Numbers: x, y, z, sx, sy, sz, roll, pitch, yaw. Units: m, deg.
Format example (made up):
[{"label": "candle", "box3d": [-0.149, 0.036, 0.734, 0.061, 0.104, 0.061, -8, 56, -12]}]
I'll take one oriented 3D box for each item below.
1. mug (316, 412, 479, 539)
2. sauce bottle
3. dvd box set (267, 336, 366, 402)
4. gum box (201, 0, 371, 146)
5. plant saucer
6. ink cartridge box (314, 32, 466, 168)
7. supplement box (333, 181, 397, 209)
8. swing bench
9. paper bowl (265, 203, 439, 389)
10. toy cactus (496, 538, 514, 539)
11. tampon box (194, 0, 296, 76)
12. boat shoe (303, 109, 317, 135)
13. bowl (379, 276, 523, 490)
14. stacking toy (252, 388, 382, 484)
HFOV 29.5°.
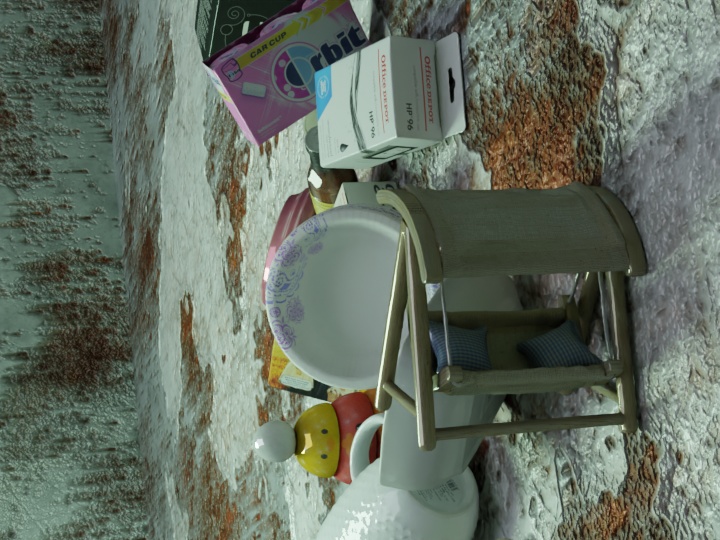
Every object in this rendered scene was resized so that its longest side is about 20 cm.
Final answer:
[{"label": "mug", "box3d": [0.040, 0.251, 1.488, 0.176, 0.147, 0.201, -59, 43, 43]}, {"label": "sauce bottle", "box3d": [-0.032, -0.108, 1.699, 0.200, 0.066, 0.066, 78, 178, -58]}, {"label": "dvd box set", "box3d": [-0.034, 0.092, 1.678, 0.201, 0.145, 0.030, 103, -178, -49]}, {"label": "gum box", "box3d": [-0.081, -0.259, 1.700, 0.114, 0.199, 0.066, 59, 172, -23]}, {"label": "plant saucer", "box3d": [-0.092, -0.023, 1.869, 0.201, 0.050, 0.202, 15, -90, -86]}, {"label": "ink cartridge box", "box3d": [0.030, -0.190, 1.531, 0.200, 0.067, 0.117, -15, 78, 55]}, {"label": "supplement box", "box3d": [0.000, 0.000, 1.698, 0.200, 0.073, 0.127, 113, 149, -52]}, {"label": "swing bench", "box3d": [0.123, 0.031, 1.148, 0.130, 0.198, 0.202, -149, 58, -67]}, {"label": "paper bowl", "box3d": [0.000, 0.025, 1.530, 0.104, 0.199, 0.202, -37, -51, -78]}, {"label": "toy cactus", "box3d": [0.144, 0.346, 1.324, 0.200, 0.102, 0.166, 124, 158, -64]}, {"label": "tampon box", "box3d": [-0.149, -0.396, 1.976, 0.127, 0.149, 0.201, -110, 26, -43]}, {"label": "boat shoe", "box3d": [0.009, -0.175, 1.682, 0.199, 0.062, 0.073, 14, 88, 52]}, {"label": "bowl", "box3d": [0.094, 0.102, 1.319, 0.200, 0.074, 0.201, -52, -26, -47]}, {"label": "stacking toy", "box3d": [-0.029, 0.202, 1.611, 0.146, 0.199, 0.147, 177, 90, -72]}]
